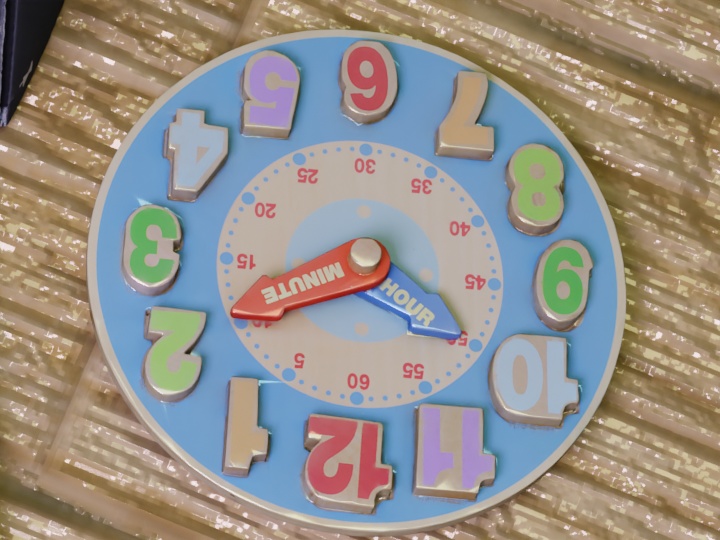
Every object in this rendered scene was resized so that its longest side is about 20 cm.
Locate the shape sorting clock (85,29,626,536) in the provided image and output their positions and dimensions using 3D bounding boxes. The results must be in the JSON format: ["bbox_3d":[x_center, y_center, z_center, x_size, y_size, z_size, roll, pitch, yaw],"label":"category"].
[{"bbox_3d":[0.000,0.000,0.975,0.199,0.039,0.201,3,69,-9],"label":"shape sorting clock"}]

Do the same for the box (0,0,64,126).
[{"bbox_3d":[-0.196,-0.153,0.943,0.199,0.148,0.105,20,67,-2],"label":"box"}]
